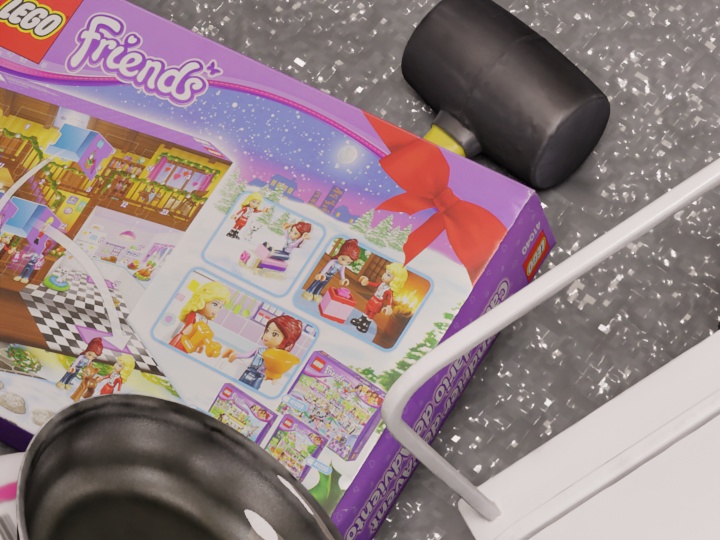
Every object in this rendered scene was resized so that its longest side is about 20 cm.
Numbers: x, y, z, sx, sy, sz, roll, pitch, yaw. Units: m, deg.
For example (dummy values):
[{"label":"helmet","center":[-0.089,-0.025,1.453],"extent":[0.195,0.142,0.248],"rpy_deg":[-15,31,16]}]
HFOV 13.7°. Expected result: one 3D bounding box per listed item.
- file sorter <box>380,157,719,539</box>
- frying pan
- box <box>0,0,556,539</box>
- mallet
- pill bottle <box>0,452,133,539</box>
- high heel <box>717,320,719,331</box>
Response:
[{"label":"file sorter","center":[0.114,0.090,0.722],"extent":[0.138,0.125,0.201],"rpy_deg":[-33,66,6]},{"label":"frying pan","center":[-0.063,0.095,0.762],"extent":[0.115,0.031,0.190],"rpy_deg":[48,34,7]},{"label":"box","center":[-0.059,0.000,0.911],"extent":[0.199,0.039,0.137],"rpy_deg":[26,74,25]},{"label":"mallet","center":[0.000,0.000,0.938],"extent":[0.066,0.041,0.200],"rpy_deg":[32,72,21]},{"label":"pill bottle","center":[-0.073,0.160,0.813],"extent":[0.113,0.114,0.201],"rpy_deg":[-27,65,-11]},{"label":"high heel","center":[0.143,0.055,0.808],"extent":[0.071,0.143,0.200],"rpy_deg":[2,34,-23]}]
